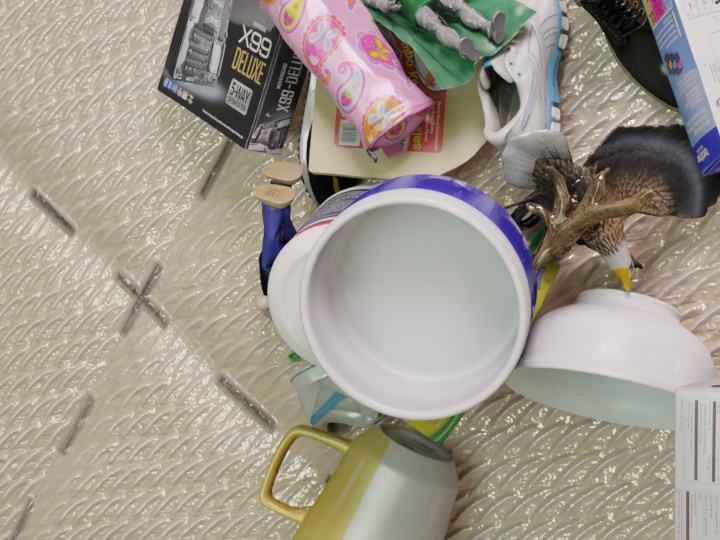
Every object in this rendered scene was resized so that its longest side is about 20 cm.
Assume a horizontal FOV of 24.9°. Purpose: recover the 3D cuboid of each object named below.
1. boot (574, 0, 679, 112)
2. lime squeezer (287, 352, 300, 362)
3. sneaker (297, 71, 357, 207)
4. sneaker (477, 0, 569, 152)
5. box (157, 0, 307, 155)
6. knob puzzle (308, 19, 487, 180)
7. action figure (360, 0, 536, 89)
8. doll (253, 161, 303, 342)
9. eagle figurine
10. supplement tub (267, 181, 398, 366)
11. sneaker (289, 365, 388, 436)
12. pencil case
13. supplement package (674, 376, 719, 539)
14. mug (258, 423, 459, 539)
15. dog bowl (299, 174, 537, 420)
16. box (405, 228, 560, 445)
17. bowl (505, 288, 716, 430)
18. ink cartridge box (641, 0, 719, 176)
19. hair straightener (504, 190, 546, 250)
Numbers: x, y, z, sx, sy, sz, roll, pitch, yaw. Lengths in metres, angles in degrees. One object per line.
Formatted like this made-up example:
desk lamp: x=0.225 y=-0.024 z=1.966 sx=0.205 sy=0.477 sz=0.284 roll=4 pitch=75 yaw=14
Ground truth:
boot: x=0.228 y=-0.224 z=1.449 sx=0.077 sy=0.138 sz=0.201 roll=-38 pitch=82 yaw=26
lime squeezer: x=-0.029 y=0.064 z=1.662 sx=0.200 sy=0.070 sz=0.038 roll=164 pitch=87 yaw=-77
sneaker: x=-0.006 y=-0.157 z=1.660 sx=0.089 sy=0.070 sz=0.203 roll=7 pitch=94 yaw=37
sneaker: x=0.146 y=-0.202 z=1.534 sx=0.074 sy=0.086 sz=0.202 roll=-11 pitch=73 yaw=36
box: x=-0.128 y=-0.230 z=1.719 sx=0.200 sy=0.049 sz=0.159 roll=36 pitch=113 yaw=47
knob puzzle: x=0.055 y=-0.176 z=1.606 sx=0.217 sy=0.030 sz=0.222 roll=-1 pitch=82 yaw=4
action figure: x=0.059 y=-0.254 z=1.547 sx=0.118 sy=0.055 sz=0.200 roll=-37 pitch=45 yaw=-15
doll: x=-0.081 y=-0.006 z=1.684 sx=0.048 sy=0.137 sz=0.202 roll=5 pitch=129 yaw=10
eagle figurine: x=0.215 y=-0.054 z=1.432 sx=0.150 sy=0.200 sz=0.153 roll=14 pitch=111 yaw=26
supplement tub: x=0.000 y=0.000 z=1.567 sx=0.139 sy=0.200 sz=0.142 roll=4 pitch=109 yaw=12
sneaker: x=0.020 y=0.109 z=1.659 sx=0.199 sy=0.076 sz=0.081 roll=-28 pitch=84 yaw=39
pencil case: x=-0.013 y=-0.204 z=1.559 sx=0.087 sy=0.087 sz=0.201 roll=-40 pitch=81 yaw=28
supplement package: x=0.349 y=0.166 z=1.356 sx=0.110 sy=0.199 sz=0.158 roll=1 pitch=93 yaw=33
mug: x=0.009 y=0.233 z=1.615 sx=0.154 sy=0.185 sz=0.149 roll=-65 pitch=23 yaw=8
dog bowl: x=0.052 y=0.022 z=1.408 sx=0.198 sy=0.079 sz=0.202 roll=5 pitch=110 yaw=13
box: x=0.121 y=0.059 z=1.529 sx=0.048 sy=0.118 sz=0.201 roll=32 pitch=128 yaw=2
bowl: x=0.231 y=0.074 z=1.456 sx=0.199 sy=0.201 sz=0.091 roll=3 pitch=72 yaw=34
ink cartridge box: x=0.337 y=-0.169 z=1.387 sx=0.135 sy=0.076 sz=0.202 roll=-15 pitch=79 yaw=-7
hair straightener: x=0.190 y=-0.069 z=1.557 sx=0.200 sy=0.041 sz=0.077 roll=-45 pitch=68 yaw=32
